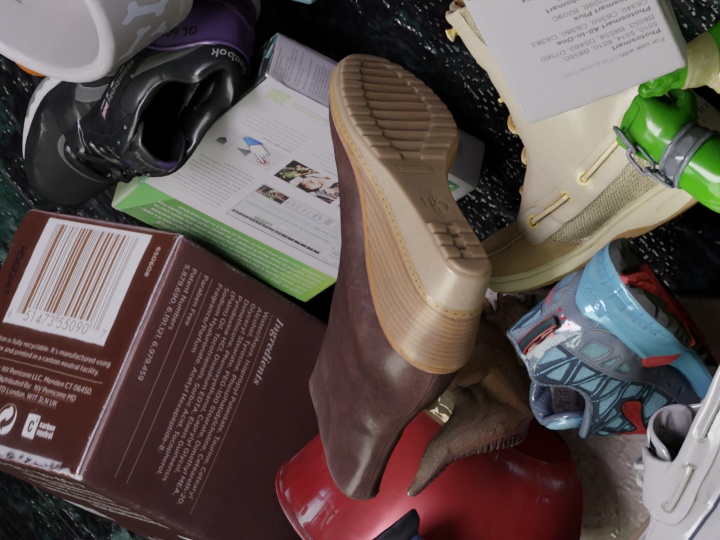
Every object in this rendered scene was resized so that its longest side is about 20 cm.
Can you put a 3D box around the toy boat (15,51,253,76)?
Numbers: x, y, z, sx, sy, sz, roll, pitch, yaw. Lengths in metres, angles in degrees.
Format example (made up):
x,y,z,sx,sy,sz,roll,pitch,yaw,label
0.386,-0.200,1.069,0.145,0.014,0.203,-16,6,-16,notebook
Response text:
x,y,z,sx,sy,sz,roll,pitch,yaw,label
-0.157,-0.158,1.384,0.130,0.131,0.200,-2,122,50,toy boat

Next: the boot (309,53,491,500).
x,y,z,sx,sy,sz,roll,pitch,yaw,label
0.000,0.000,1.242,0.167,0.072,0.200,-62,33,37,boot

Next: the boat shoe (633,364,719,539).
x,y,z,sx,sy,sz,roll,pitch,yaw,label
0.177,0.096,1.206,0.065,0.074,0.200,30,130,4,boat shoe

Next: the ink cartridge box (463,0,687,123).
x,y,z,sx,sy,sz,roll,pitch,yaw,label
0.066,-0.186,1.031,0.084,0.146,0.200,-21,135,11,ink cartridge box

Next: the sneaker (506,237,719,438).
x,y,z,sx,sy,sz,roll,pitch,yaw,label
0.134,0.049,1.240,0.200,0.095,0.079,44,-162,-57,sneaker

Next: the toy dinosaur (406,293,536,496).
x,y,z,sx,sy,sz,roll,pitch,yaw,label
0.068,0.058,1.327,0.086,0.200,0.135,-36,122,25,toy dinosaur

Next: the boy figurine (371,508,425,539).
x,y,z,sx,sy,sz,roll,pitch,yaw,label
0.060,0.233,1.289,0.124,0.064,0.200,-40,86,33,boy figurine

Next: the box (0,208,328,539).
x,y,z,sx,sy,sz,roll,pitch,yaw,label
-0.130,0.080,1.494,0.166,0.165,0.200,9,162,47,box

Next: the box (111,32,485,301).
x,y,z,sx,sy,sz,roll,pitch,yaw,label
-0.040,-0.056,1.370,0.144,0.036,0.200,27,146,-22,box

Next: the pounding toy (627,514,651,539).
x,y,z,sx,sy,sz,roll,pitch,yaw,label
0.178,0.236,1.350,0.142,0.184,0.200,26,141,31,pounding toy

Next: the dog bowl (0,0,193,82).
x,y,z,sx,sy,sz,roll,pitch,yaw,label
-0.183,-0.179,1.214,0.200,0.059,0.200,32,158,14,dog bowl

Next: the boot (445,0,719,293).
x,y,z,sx,sy,sz,roll,pitch,yaw,label
0.094,-0.079,1.227,0.156,0.073,0.200,51,145,-5,boot

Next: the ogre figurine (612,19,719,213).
x,y,z,sx,sy,sz,roll,pitch,yaw,label
0.215,-0.082,1.068,0.200,0.098,0.120,-41,83,21,ogre figurine

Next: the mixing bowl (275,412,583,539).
x,y,z,sx,sy,sz,roll,pitch,yaw,label
0.061,0.132,1.410,0.200,0.200,0.109,37,106,17,mixing bowl

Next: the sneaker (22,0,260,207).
x,y,z,sx,sy,sz,roll,pitch,yaw,label
-0.133,-0.084,1.317,0.076,0.088,0.200,24,133,-27,sneaker

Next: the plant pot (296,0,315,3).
x,y,z,sx,sy,sz,roll,pitch,yaw,label
-0.066,-0.245,1.192,0.200,0.141,0.141,38,146,7,plant pot
